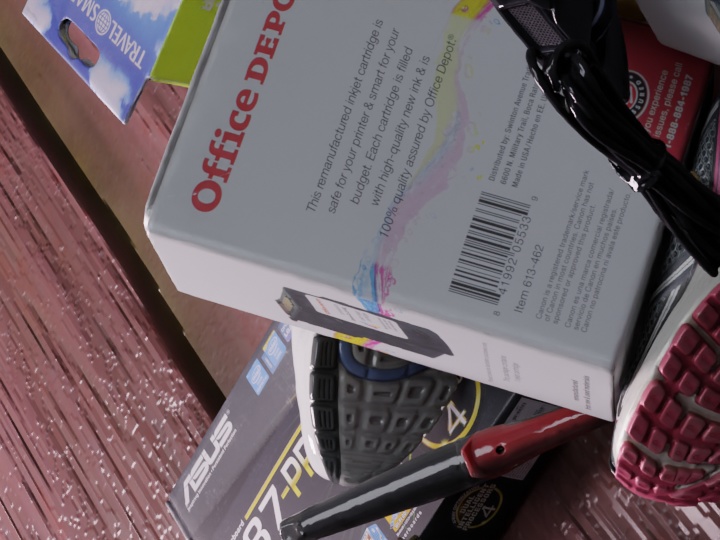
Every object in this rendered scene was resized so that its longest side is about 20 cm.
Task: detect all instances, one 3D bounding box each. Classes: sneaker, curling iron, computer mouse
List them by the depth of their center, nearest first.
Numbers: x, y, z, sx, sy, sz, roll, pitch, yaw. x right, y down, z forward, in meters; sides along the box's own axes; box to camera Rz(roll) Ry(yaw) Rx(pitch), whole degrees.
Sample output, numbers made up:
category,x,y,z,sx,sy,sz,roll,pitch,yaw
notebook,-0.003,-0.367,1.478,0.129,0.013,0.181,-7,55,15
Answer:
category,x,y,z,sx,sy,sz,roll,pitch,yaw
computer mouse,0.093,-0.086,0.952,0.046,0.140,0.200,-38,35,11
sneaker,0.154,-0.001,1.004,0.201,0.080,0.075,-66,26,3
curling iron,0.056,0.085,1.064,0.199,0.026,0.050,-15,58,16
sneaker,0.000,0.000,1.131,0.087,0.074,0.201,-26,54,59

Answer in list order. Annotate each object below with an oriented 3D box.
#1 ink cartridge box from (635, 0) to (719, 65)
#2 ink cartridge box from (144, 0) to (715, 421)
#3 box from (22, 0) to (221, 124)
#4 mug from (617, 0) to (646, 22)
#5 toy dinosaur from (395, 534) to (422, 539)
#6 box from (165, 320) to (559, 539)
category,x,y,z,sx,sy,sz,roll,pitch,yaw
ink cartridge box,0.204,-0.134,0.917,0.145,0.088,0.200,-45,40,-15
ink cartridge box,0.031,-0.042,1.040,0.199,0.083,0.146,17,74,11
box,-0.081,-0.179,1.175,0.122,0.048,0.201,46,118,44
mug,0.087,-0.218,1.070,0.150,0.153,0.187,-52,47,27
toy dinosaur,0.053,0.172,1.080,0.199,0.102,0.077,-13,35,35
box,0.002,0.085,1.178,0.200,0.049,0.161,-58,41,20
